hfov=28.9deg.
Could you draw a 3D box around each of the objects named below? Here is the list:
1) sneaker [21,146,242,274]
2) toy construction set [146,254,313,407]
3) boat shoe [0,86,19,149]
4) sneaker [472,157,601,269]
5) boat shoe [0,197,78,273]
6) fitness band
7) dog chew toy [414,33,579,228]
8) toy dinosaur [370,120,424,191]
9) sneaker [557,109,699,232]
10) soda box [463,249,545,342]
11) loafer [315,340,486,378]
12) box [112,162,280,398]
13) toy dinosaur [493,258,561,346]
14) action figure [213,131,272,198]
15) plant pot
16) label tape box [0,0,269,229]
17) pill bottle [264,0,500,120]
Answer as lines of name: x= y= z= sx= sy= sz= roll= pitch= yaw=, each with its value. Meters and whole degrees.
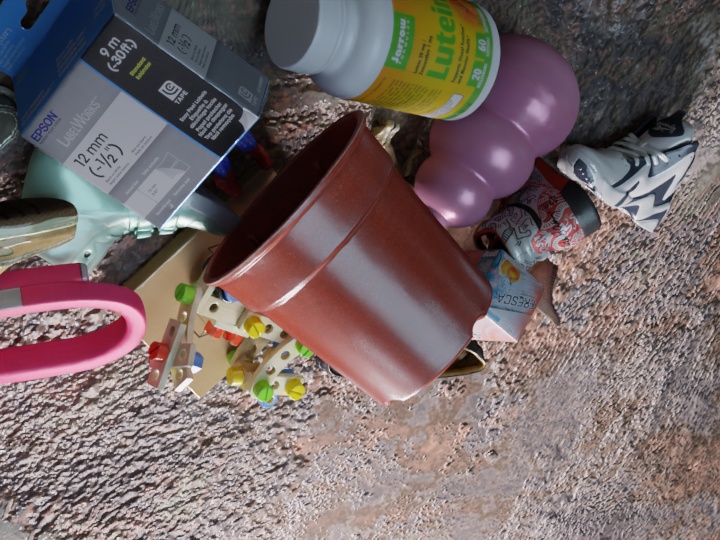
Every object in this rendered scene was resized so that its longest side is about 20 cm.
sneaker: x=-0.206 y=-0.037 z=1.213 sx=0.199 sy=0.074 sz=0.119 roll=18 pitch=101 yaw=-32
toy construction set: x=-0.121 y=0.063 z=1.311 sx=0.199 sy=0.092 sz=0.132 roll=14 pitch=112 yaw=-53
boat shoe: x=-0.351 y=-0.081 z=1.088 sx=0.200 sy=0.060 sz=0.073 roll=-27 pitch=132 yaw=-19
sneaker: x=0.153 y=-0.057 z=1.394 sx=0.107 sy=0.201 sz=0.068 roll=-30 pitch=111 yaw=-5
boat shoe: x=-0.318 y=-0.005 z=1.103 sx=0.198 sy=0.072 sz=0.077 roll=-13 pitch=106 yaw=-17
fitness band: x=-0.283 y=0.048 z=1.193 sx=0.198 sy=0.038 sz=0.144 roll=-7 pitch=152 yaw=-12
dog chew toy: x=0.123 y=-0.127 z=1.344 sx=0.201 sy=0.124 sz=0.125 roll=-55 pitch=136 yaw=-11
toy dinosaur: x=0.026 y=-0.057 z=1.398 sx=0.100 sy=0.058 sz=0.202 roll=4 pitch=110 yaw=-21
sneaker: x=0.301 y=-0.130 z=1.521 sx=0.198 sy=0.079 sz=0.130 roll=26 pitch=101 yaw=-44
soda box: x=0.090 y=0.025 z=1.376 sx=0.068 sy=0.199 sz=0.064 roll=38 pitch=71 yaw=-24
loafer: x=0.047 y=0.085 z=1.485 sx=0.198 sy=0.072 sz=0.073 roll=-8 pitch=125 yaw=-31
box: x=-0.126 y=0.011 z=1.344 sx=0.200 sy=0.021 sz=0.164 roll=-42 pitch=135 yaw=-4
toy dinosaur: x=0.167 y=0.013 z=1.473 sx=0.135 sy=0.199 sz=0.087 roll=-22 pitch=101 yaw=-26
action figure: x=-0.148 y=-0.145 z=1.201 sx=0.065 sy=0.099 sz=0.200 roll=-44 pitch=157 yaw=-6
plant pot: x=0.000 y=0.000 z=1.225 sx=0.195 sy=0.201 sz=0.201 roll=43 pitch=91 yaw=-14
label tape box: x=-0.191 y=-0.143 z=1.076 sx=0.199 sy=0.066 sz=0.143 roll=33 pitch=125 yaw=-21
pill bottle: x=0.018 y=-0.202 z=1.240 sx=0.199 sy=0.111 sz=0.112 roll=6 pitch=115 yaw=-39
